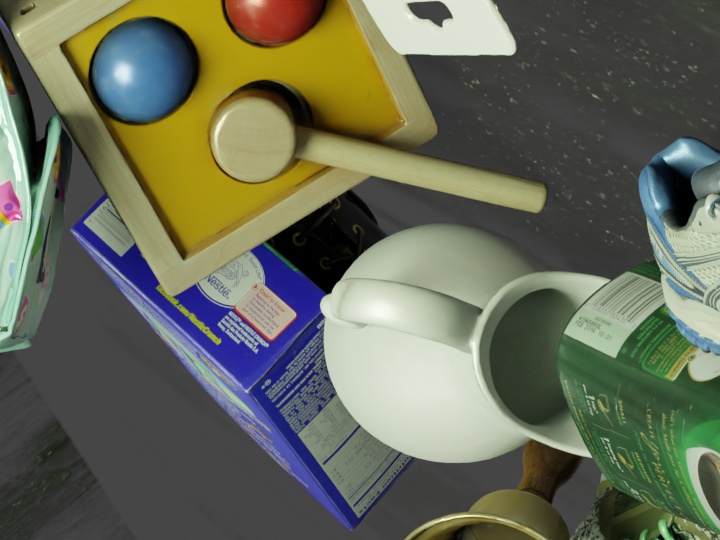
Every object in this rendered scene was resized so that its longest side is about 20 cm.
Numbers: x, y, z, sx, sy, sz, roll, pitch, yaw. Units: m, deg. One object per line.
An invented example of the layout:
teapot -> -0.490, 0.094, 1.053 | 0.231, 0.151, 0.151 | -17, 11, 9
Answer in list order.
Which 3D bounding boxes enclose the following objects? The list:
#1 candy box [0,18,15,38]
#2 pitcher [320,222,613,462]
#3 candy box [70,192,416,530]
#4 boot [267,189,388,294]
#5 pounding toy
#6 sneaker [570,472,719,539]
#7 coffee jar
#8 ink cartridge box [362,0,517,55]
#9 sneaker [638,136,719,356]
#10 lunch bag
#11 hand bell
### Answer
candy box -> -0.166, -0.167, 1.263 | 0.200, 0.077, 0.169 | 50, 162, 5
pitcher -> 0.039, 0.031, 1.006 | 0.170, 0.122, 0.200 | 20, 174, -24
candy box -> -0.062, 0.043, 1.207 | 0.169, 0.077, 0.200 | 40, 169, 32
boot -> 0.000, 0.000, 1.189 | 0.150, 0.073, 0.201 | 38, 163, 45
pounding toy -> -0.045, -0.088, 0.974 | 0.201, 0.183, 0.142 | 62, 174, -32
sneaker -> 0.153, 0.143, 1.027 | 0.077, 0.089, 0.200 | 48, 165, -2
coffee jar -> 0.169, 0.066, 0.824 | 0.200, 0.085, 0.105 | 26, 147, 60
ink cartridge box -> 0.010, -0.183, 0.768 | 0.201, 0.067, 0.116 | 58, 163, -18
sneaker -> 0.156, -0.009, 0.724 | 0.086, 0.077, 0.200 | 61, 162, -17
lunch bag -> -0.199, -0.055, 0.954 | 0.201, 0.121, 0.170 | 65, 174, -2
hand bell -> 0.090, 0.119, 1.053 | 0.103, 0.200, 0.105 | 8, 117, 16
